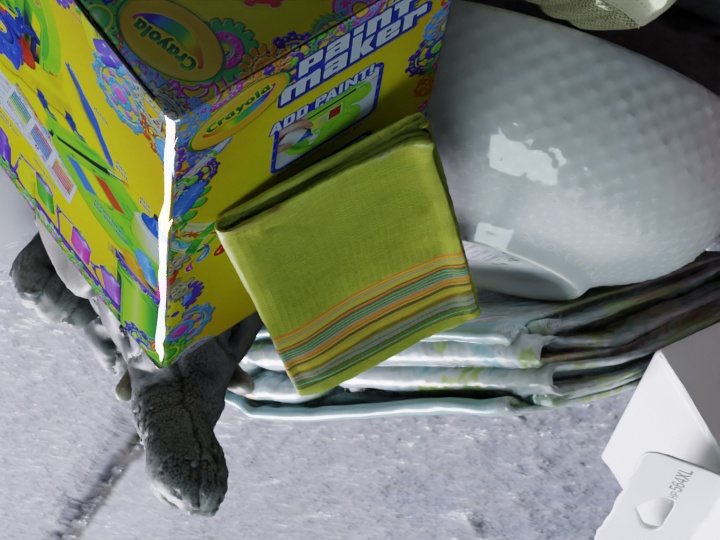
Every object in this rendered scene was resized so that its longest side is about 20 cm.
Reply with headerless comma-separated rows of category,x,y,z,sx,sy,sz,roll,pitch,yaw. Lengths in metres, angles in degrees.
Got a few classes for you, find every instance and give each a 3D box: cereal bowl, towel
cereal bowl,0.059,-0.041,1.105,0.200,0.083,0.200,16,170,3
towel,0.058,0.029,1.201,0.200,0.048,0.171,0,-168,45
towel,0.000,0.000,1.003,0.086,0.018,0.200,-29,161,-3

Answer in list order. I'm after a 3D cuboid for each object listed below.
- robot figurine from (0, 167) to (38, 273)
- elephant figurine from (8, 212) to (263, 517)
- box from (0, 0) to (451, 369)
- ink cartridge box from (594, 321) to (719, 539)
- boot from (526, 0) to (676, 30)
robot figurine,-0.173,-0.076,1.187,0.169,0.113,0.200,-25,151,-7
elephant figurine,-0.073,-0.009,1.088,0.155,0.141,0.200,48,178,-7
box,-0.079,-0.106,0.966,0.200,0.122,0.193,52,160,18
ink cartridge box,0.208,0.081,1.150,0.200,0.125,0.129,-24,159,-16
boot,0.070,-0.156,0.943,0.155,0.073,0.200,28,154,-20
